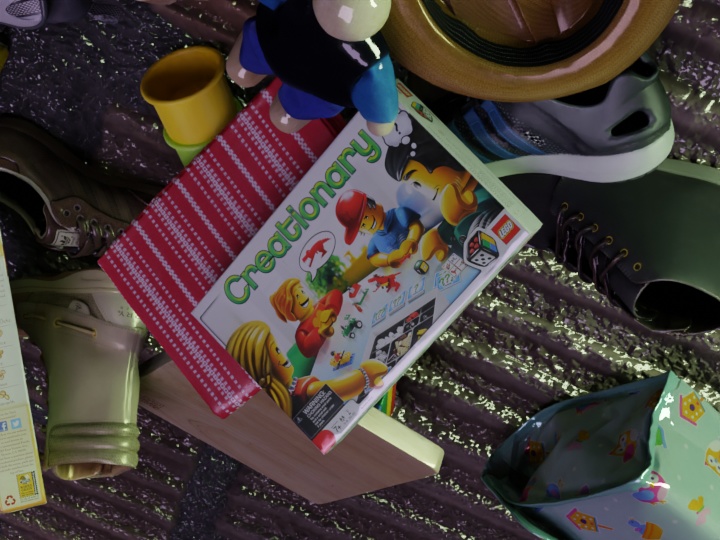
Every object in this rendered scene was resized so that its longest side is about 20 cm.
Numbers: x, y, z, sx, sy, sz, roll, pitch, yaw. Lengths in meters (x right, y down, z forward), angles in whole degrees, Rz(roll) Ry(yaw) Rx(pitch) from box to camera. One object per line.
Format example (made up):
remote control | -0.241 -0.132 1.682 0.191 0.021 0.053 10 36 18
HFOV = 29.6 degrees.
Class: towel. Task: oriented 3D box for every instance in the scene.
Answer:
towel | -0.066 -0.015 0.892 0.200 0.022 0.145 -41 84 21

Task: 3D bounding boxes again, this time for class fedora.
fedora | 0.083 -0.189 0.729 0.198 0.082 0.202 1 128 2

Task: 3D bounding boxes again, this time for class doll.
doll | -0.031 -0.127 0.748 0.137 0.049 0.200 46 166 -10

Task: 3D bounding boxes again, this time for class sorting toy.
sorting toy | -0.057 0.094 1.050 0.199 0.070 0.198 32 152 -18

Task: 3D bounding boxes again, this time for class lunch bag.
lunch bag | 0.206 0.180 1.036 0.170 0.123 0.199 38 143 -21

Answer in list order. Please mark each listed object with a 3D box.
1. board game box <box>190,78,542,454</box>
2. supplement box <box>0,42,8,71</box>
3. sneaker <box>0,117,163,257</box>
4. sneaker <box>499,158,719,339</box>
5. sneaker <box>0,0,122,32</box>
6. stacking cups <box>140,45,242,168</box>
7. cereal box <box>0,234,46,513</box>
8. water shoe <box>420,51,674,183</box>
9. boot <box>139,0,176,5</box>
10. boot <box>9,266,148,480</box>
board game box | 0.000 0.000 0.840 0.126 0.035 0.200 44 112 8
supplement box | -0.351 -0.149 0.897 0.198 0.111 0.109 25 178 -4
sneaker | -0.202 -0.034 1.009 0.198 0.076 0.071 27 137 -6
sneaker | 0.144 -0.023 0.864 0.197 0.107 0.075 6 135 15
sneaker | -0.193 -0.208 0.840 0.199 0.078 0.140 -17 127 45
stacking cups | -0.087 -0.061 0.957 0.060 0.061 0.201 -2 137 22
cereal box | -0.272 0.061 1.000 0.039 0.144 0.203 -9 100 -19
water shoe | 0.092 -0.102 0.832 0.198 0.072 0.080 1 127 26
boot | -0.128 -0.185 0.713 0.106 0.076 0.199 9 176 -26
boot | -0.230 0.084 1.063 0.199 0.158 0.072 -8 166 44
